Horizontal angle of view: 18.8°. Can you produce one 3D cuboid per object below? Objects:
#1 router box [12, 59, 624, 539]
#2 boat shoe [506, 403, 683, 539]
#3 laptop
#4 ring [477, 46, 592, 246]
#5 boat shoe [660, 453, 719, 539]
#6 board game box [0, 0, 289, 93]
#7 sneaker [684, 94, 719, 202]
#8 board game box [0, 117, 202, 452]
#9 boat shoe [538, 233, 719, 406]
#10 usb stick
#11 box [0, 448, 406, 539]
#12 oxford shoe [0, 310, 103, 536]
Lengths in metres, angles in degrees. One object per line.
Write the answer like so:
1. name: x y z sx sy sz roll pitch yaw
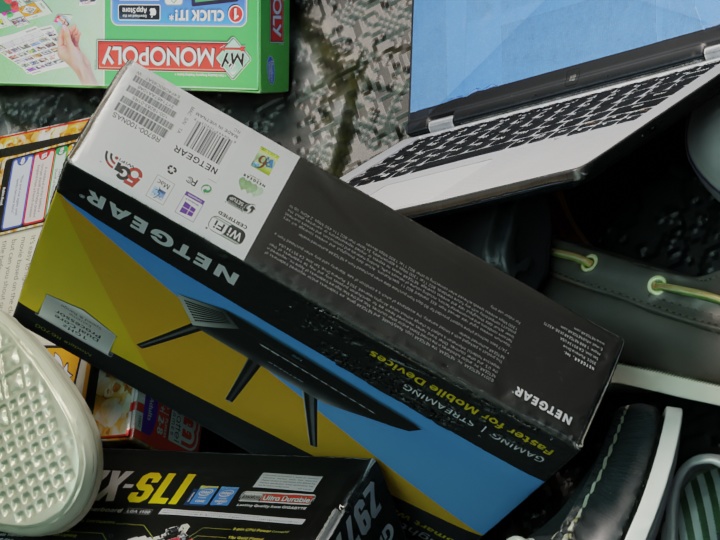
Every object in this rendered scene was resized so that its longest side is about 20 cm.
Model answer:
1. router box: -0.021 0.022 0.795 0.199 0.149 0.051 29 63 -3
2. boat shoe: 0.056 0.128 0.755 0.060 0.076 0.201 21 66 11
3. laptop: 0.050 -0.104 0.831 0.187 0.200 0.116 -12 105 45
4. ring: 0.136 -0.057 0.860 0.199 0.019 0.202 -7 74 26
5. boat shoe: 0.137 0.163 0.776 0.073 0.067 0.201 -20 69 21
6. board game box: -0.124 -0.150 0.986 0.199 0.029 0.136 4 98 27
7. sneaker: 0.204 -0.042 0.753 0.199 0.114 0.073 15 82 21
8. board game box: -0.151 0.016 0.941 0.199 0.046 0.152 -8 64 34
9. boat shoe: 0.136 0.020 0.789 0.200 0.072 0.061 7 91 32
10. usb stick: 0.000 0.000 0.864 0.199 0.032 0.056 -10 64 50
11. box: -0.103 0.133 0.794 0.199 0.050 0.160 -1 34 28
12. oxford shoe: -0.156 0.049 0.857 0.199 0.058 0.076 23 87 45
